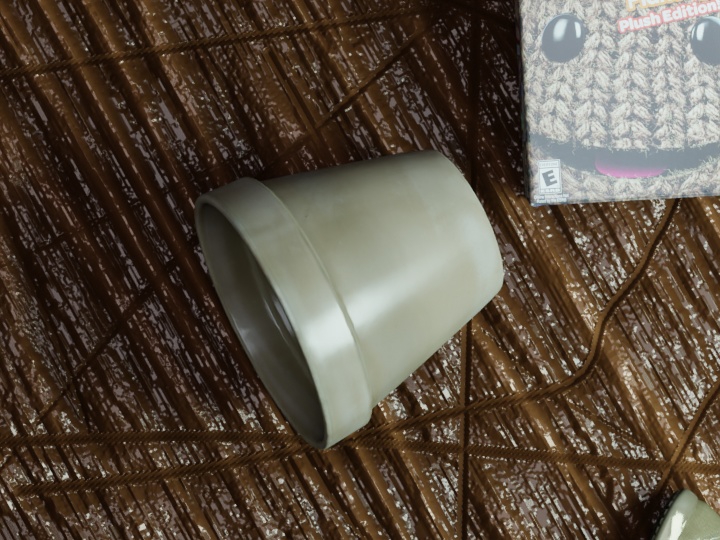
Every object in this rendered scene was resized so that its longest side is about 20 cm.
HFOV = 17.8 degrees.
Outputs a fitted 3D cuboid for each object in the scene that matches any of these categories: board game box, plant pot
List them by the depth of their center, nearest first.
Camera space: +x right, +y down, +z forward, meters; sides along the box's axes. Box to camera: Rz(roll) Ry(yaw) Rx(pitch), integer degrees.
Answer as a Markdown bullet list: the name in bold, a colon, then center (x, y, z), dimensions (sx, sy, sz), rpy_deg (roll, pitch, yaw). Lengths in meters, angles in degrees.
- **plant pot**: center (0.000, 0.000, 1.648), dimensions (0.173, 0.200, 0.201), rpy_deg (-28, 87, -15)
- **board game box**: center (0.194, -0.152, 1.664), dimensions (0.158, 0.097, 0.201), rpy_deg (-4, 94, 3)

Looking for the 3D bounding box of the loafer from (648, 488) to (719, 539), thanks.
- **loafer**: center (0.218, 0.260, 1.670), dimensions (0.067, 0.076, 0.201), rpy_deg (23, 90, 10)
